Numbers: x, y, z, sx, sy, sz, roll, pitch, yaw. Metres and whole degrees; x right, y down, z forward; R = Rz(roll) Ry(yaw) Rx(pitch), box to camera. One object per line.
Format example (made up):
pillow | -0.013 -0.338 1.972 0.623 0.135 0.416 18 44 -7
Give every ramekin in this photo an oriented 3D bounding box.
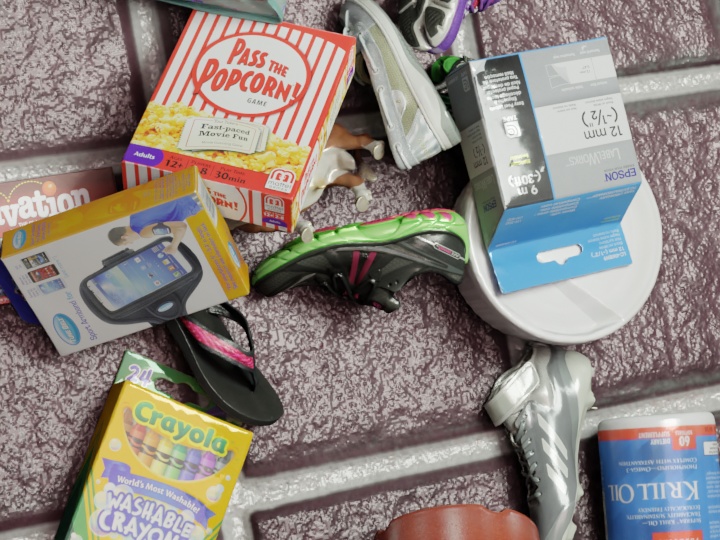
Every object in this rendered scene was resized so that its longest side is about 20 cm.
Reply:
ramekin | 0.171 -0.026 1.810 0.200 0.094 0.205 4 79 -20

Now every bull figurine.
bull figurine | -0.070 -0.070 1.722 0.200 0.121 0.066 -37 128 -27

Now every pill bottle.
pill bottle | 0.281 0.234 1.811 0.111 0.112 0.202 -3 83 -21

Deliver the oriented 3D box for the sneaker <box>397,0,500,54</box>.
sneaker | 0.096 -0.262 1.796 0.083 0.080 0.201 43 41 -20

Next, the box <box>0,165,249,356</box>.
box | -0.204 -0.002 1.627 0.198 0.042 0.120 -20 129 8

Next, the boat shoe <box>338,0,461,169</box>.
boat shoe | 0.022 -0.172 1.751 0.064 0.075 0.203 -32 55 2

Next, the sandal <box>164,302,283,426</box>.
sandal | -0.129 0.050 1.699 0.201 0.045 0.075 55 27 -4

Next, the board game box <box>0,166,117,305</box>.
board game box | -0.299 -0.024 1.674 0.198 0.019 0.104 -10 86 -22

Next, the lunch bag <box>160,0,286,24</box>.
lunch bag | -0.151 -0.322 1.704 0.198 0.122 0.172 11 75 11

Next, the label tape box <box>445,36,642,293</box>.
label tape box | 0.170 -0.095 1.737 0.142 0.066 0.202 -12 83 -22

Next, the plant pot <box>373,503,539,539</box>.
plant pot | 0.088 0.317 1.676 0.199 0.201 0.197 8 60 -20

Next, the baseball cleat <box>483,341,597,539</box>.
baseball cleat | 0.158 0.166 1.805 0.105 0.070 0.202 15 68 -12

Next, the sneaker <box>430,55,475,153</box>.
sneaker | 0.116 -0.168 1.820 0.198 0.078 0.086 -19 89 -22

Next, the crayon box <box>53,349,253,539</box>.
crayon box | -0.175 0.181 1.677 0.125 0.052 0.202 23 75 -17

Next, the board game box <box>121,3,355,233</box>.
board game box | -0.101 -0.133 1.679 0.150 0.047 0.201 12 51 8

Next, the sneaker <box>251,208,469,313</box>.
sneaker | 0.000 0.000 1.726 0.198 0.077 0.085 -10 94 7
